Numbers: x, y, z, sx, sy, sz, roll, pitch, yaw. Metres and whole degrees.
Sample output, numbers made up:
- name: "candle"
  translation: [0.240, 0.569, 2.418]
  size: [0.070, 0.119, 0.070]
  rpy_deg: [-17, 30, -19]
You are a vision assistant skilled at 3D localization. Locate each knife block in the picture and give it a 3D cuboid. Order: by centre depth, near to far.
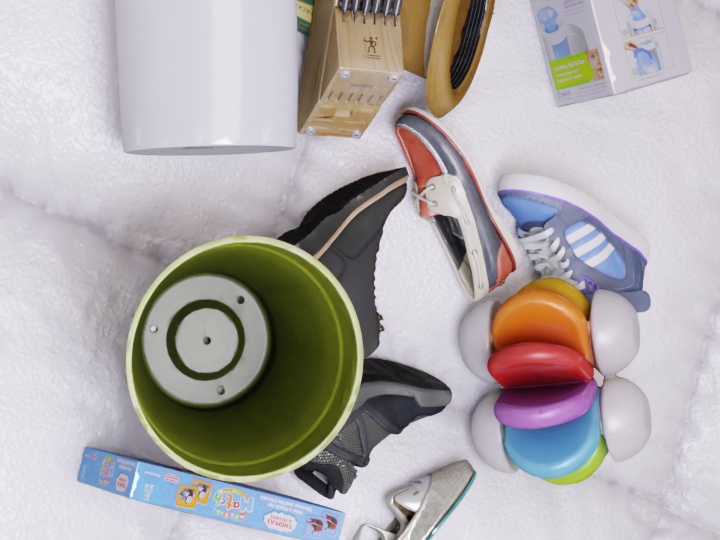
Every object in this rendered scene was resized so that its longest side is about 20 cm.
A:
- name: "knife block"
  translation: [-0.008, -0.239, 1.631]
  size: [0.063, 0.200, 0.177]
  rpy_deg: [4, 67, -17]

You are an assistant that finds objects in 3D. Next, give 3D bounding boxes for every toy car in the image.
- name: "toy car"
  translation: [0.180, 0.111, 1.685]
  size: [0.173, 0.150, 0.202]
  rpy_deg: [-7, 93, 18]

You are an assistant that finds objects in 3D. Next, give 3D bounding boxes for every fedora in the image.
- name: "fedora"
  translation: [0.073, -0.251, 1.691]
  size: [0.081, 0.201, 0.203]
  rpy_deg: [14, 80, 16]

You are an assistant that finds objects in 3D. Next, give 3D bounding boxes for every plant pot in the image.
- name: "plant pot"
  translation: [-0.118, 0.067, 1.532]
  size: [0.198, 0.193, 0.203]
  rpy_deg: [-1, 93, -16]

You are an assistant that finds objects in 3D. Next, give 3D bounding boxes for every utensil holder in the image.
- name: "utensil holder"
  translation: [-0.135, -0.206, 1.558]
  size: [0.168, 0.170, 0.202]
  rpy_deg: [-2, 90, -26]

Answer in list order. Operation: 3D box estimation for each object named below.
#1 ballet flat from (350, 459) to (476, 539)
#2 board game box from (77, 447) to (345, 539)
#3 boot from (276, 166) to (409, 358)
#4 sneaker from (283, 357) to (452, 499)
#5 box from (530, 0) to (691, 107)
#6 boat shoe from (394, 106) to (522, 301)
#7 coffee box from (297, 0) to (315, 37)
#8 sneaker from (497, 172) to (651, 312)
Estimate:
- name: "ballet flat"
  translation: [0.036, 0.248, 1.687]
  size: [0.062, 0.067, 0.201]
  rpy_deg: [41, 71, -9]
- name: "board game box"
  translation: [-0.133, 0.199, 1.554]
  size: [0.198, 0.151, 0.037]
  rpy_deg: [17, 82, -25]
- name: "boot"
  translation: [0.000, 0.000, 1.657]
  size: [0.200, 0.077, 0.139]
  rpy_deg: [-39, 107, -40]
- name: "sneaker"
  translation: [-0.001, 0.148, 1.671]
  size: [0.198, 0.076, 0.115]
  rpy_deg: [-6, 117, -45]
- name: "box"
  translation: [0.242, -0.279, 1.777]
  size: [0.101, 0.112, 0.202]
  rpy_deg: [-17, 95, -24]
- name: "boat shoe"
  translation: [0.086, -0.065, 1.721]
  size: [0.062, 0.071, 0.201]
  rpy_deg: [-38, 109, -19]
- name: "coffee box"
  translation: [-0.012, -0.316, 1.690]
  size: [0.122, 0.044, 0.202]
  rpy_deg: [25, 78, -24]
- name: "sneaker"
  translation: [0.202, 0.005, 1.766]
  size: [0.199, 0.080, 0.148]
  rpy_deg: [29, 72, -28]
